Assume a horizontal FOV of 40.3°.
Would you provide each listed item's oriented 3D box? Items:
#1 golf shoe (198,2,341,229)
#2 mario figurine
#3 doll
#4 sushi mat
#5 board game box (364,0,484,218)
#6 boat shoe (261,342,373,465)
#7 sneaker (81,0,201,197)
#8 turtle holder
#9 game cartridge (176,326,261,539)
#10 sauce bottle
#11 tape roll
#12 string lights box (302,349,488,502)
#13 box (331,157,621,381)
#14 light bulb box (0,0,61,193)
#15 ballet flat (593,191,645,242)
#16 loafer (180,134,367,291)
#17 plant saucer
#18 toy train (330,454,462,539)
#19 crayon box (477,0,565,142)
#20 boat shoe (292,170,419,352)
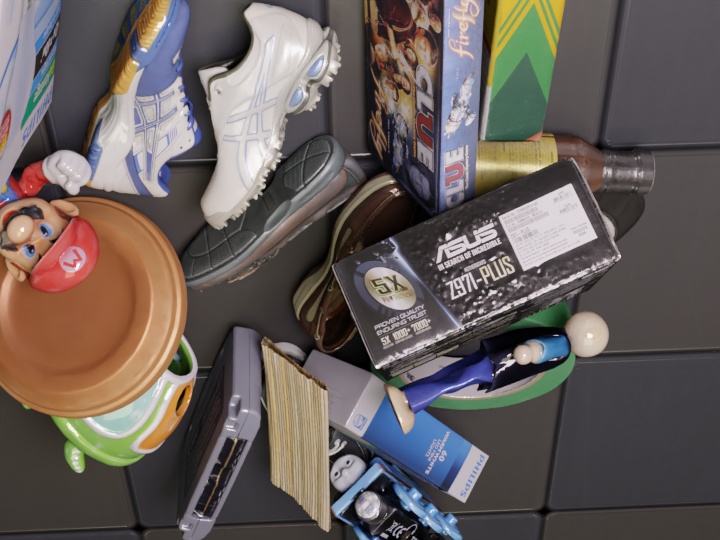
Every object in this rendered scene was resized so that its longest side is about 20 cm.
[{"bbox_3d":[-0.100,-0.132,0.826,0.097,0.078,0.201,26,112,-18],"label":"golf shoe"},{"bbox_3d":[-0.301,-0.059,0.805,0.199,0.106,0.124,37,124,4],"label":"mario figurine"},{"bbox_3d":[0.119,0.080,0.848,0.198,0.136,0.049,-22,87,-2],"label":"doll"},{"bbox_3d":[-0.063,0.166,0.970,0.012,0.095,0.201,-30,136,-35],"label":"sushi mat"},{"bbox_3d":[0.046,-0.155,0.773,0.034,0.136,0.201,-17,129,-19],"label":"board game box"},{"bbox_3d":[-0.049,0.165,1.052,0.075,0.061,0.200,-29,123,18],"label":"boat shoe"},{"bbox_3d":[-0.168,-0.145,0.819,0.087,0.076,0.200,14,134,-23],"label":"sneaker"},{"bbox_3d":[-0.238,0.088,0.954,0.131,0.187,0.141,-34,155,22],"label":"turtle holder"},{"bbox_3d":[-0.144,0.161,0.999,0.041,0.134,0.201,12,127,-20],"label":"game cartridge"},{"bbox_3d":[0.159,-0.090,0.872,0.198,0.065,0.065,2,127,-3],"label":"sauce bottle"},{"bbox_3d":[0.108,0.073,0.960,0.198,0.049,0.201,1,146,1],"label":"tape roll"},{"bbox_3d":[0.030,0.161,1.003,0.200,0.102,0.059,38,76,-37],"label":"string lights box"},{"bbox_3d":[0.089,0.006,0.788,0.198,0.087,0.164,-24,169,1],"label":"box"},{"bbox_3d":[-0.295,-0.175,0.702,0.124,0.199,0.201,12,126,-10],"label":"light bulb box"},{"bbox_3d":[0.175,-0.023,0.920,0.198,0.069,0.068,-16,126,9],"label":"ballet flat"},{"bbox_3d":[-0.079,-0.038,0.898,0.199,0.072,0.063,-38,132,18],"label":"loafer"},{"bbox_3d":[-0.255,0.030,0.876,0.198,0.202,0.037,-9,171,4],"label":"plant saucer"},{"bbox_3d":[0.032,0.261,1.062,0.087,0.114,0.200,-46,142,-1],"label":"toy train"},{"bbox_3d":[0.115,-0.215,0.738,0.050,0.127,0.201,0,127,-4],"label":"crayon box"},{"bbox_3d":[0.005,0.000,0.908,0.074,0.075,0.203,2,138,-30],"label":"boat shoe"}]
